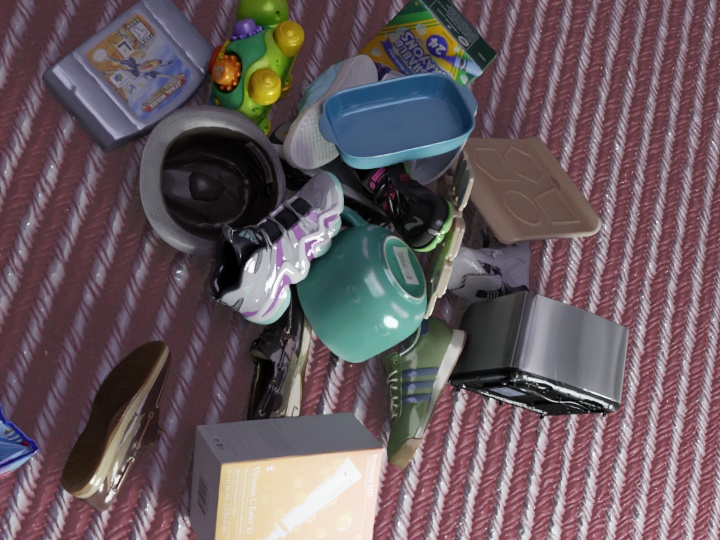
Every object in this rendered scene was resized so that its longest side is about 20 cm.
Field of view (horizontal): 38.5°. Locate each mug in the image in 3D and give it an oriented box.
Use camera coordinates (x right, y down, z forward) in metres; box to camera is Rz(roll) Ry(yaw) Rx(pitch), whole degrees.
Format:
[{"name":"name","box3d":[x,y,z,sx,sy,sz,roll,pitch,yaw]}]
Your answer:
[{"name":"mug","box3d":[0.002,0.010,1.259,0.185,0.114,0.153,47,31,-26]}]

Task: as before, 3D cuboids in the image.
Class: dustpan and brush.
[{"name":"dustpan and brush","box3d":[0.064,-0.142,1.351,0.138,0.202,0.057,26,39,20]}]

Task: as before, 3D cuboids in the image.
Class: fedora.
[{"name":"fedora","box3d":[-0.189,-0.104,1.241,0.198,0.090,0.180,-2,91,-34]}]

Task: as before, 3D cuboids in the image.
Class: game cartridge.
[{"name":"game cartridge","box3d":[-0.274,-0.246,1.276,0.133,0.041,0.200,46,63,-4]}]

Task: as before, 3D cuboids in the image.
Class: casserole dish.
[{"name":"casserole dish","box3d":[0.046,-0.178,1.250,0.197,0.039,0.122,-14,54,-11]}]

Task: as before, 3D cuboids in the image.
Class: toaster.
[{"name":"toaster","box3d":[0.233,0.115,1.338,0.179,0.200,0.120,18,75,-19]}]

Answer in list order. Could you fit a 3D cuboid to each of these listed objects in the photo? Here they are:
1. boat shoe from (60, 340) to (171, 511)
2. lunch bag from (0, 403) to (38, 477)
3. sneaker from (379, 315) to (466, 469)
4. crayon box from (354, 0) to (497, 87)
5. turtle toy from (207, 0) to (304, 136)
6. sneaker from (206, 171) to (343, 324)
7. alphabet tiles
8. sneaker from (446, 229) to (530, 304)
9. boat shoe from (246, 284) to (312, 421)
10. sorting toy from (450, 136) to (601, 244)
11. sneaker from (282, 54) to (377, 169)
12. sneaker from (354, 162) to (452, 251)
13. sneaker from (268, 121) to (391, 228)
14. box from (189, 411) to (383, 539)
[{"name":"boat shoe","box3d":[-0.262,0.176,1.169,0.072,0.071,0.202,53,46,-39]},{"name":"lunch bag","box3d":[-0.436,0.207,1.021,0.199,0.150,0.095,-37,94,-28]},{"name":"sneaker","box3d":[0.059,0.146,1.327,0.089,0.067,0.202,29,69,-4]},{"name":"crayon box","box3d":[0.068,-0.266,1.347,0.126,0.200,0.052,46,51,-7]},{"name":"turtle toy","box3d":[-0.132,-0.265,1.296,0.100,0.146,0.202,23,66,-3]},{"name":"sneaker","box3d":[-0.107,-0.040,1.188,0.139,0.077,0.202,27,92,-52]},{"name":"alphabet tiles","box3d":[0.105,-0.048,1.315,0.014,0.201,0.198,14,112,-6]},{"name":"sneaker","box3d":[0.171,-0.017,1.386,0.199,0.074,0.117,33,54,-48]},{"name":"boat shoe","box3d":[-0.102,0.103,1.251,0.064,0.073,0.203,11,73,-28]},{"name":"sorting toy","box3d":[0.220,-0.111,1.433,0.198,0.037,0.186,-9,56,-39]},{"name":"sneaker","box3d":[-0.051,-0.194,1.312,0.074,0.081,0.201,55,50,-24]},{"name":"sneaker","box3d":[0.043,-0.090,1.259,0.083,0.200,0.077,23,106,-40]},{"name":"sneaker","box3d":[-0.036,-0.122,1.339,0.199,0.074,0.080,34,60,-15]},{"name":"box","box3d":[-0.086,0.246,1.184,0.197,0.097,0.126,-2,108,-26]}]
